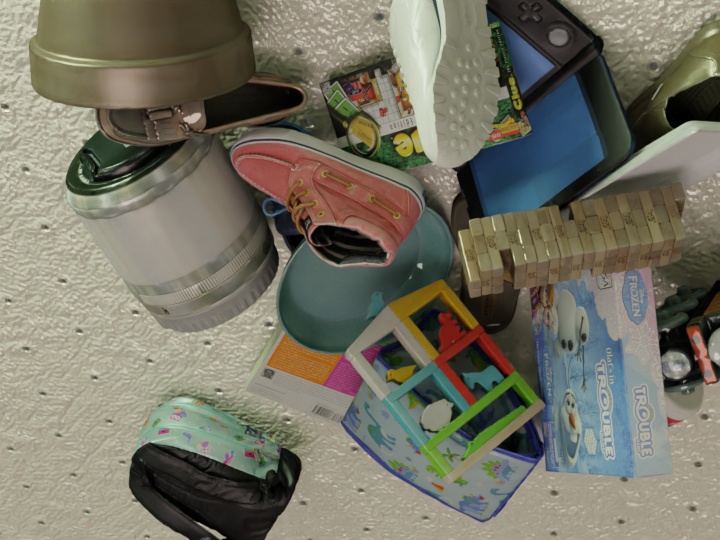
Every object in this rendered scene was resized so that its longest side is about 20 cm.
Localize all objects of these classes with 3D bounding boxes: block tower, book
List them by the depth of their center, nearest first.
[{"bbox_3d":[0.190,-0.026,1.138,0.200,0.058,0.054,-11,154,0],"label":"block tower"},{"bbox_3d":[-0.038,0.099,1.483,0.134,0.048,0.200,23,135,-10],"label":"book"}]

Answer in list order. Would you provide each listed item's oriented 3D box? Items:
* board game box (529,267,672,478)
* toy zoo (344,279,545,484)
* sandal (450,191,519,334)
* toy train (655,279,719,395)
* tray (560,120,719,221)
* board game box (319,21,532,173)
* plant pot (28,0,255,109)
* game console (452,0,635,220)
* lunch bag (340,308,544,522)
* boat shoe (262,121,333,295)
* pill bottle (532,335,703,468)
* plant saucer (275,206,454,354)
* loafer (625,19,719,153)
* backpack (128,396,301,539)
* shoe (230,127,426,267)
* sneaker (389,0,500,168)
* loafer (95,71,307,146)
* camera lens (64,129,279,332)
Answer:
[{"bbox_3d":[0.226,0.096,1.247,0.043,0.200,0.199,-3,174,-17],"label":"board game box"},{"bbox_3d":[0.077,0.100,1.311,0.200,0.131,0.020,52,161,9],"label":"toy zoo"},{"bbox_3d":[0.130,0.001,1.329,0.082,0.055,0.200,4,133,4],"label":"sandal"},{"bbox_3d":[0.344,0.055,1.233,0.114,0.200,0.085,-19,94,27],"label":"toy train"},{"bbox_3d":[0.257,-0.087,1.131,0.107,0.022,0.200,-3,162,-34],"label":"tray"},{"bbox_3d":[0.056,-0.150,1.185,0.200,0.023,0.105,-13,101,39],"label":"board game box"},{"bbox_3d":[-0.195,-0.252,1.124,0.200,0.200,0.174,5,116,12],"label":"plant pot"},{"bbox_3d":[0.124,-0.138,1.163,0.171,0.118,0.200,36,131,-17],"label":"game console"},{"bbox_3d":[0.099,0.168,1.402,0.200,0.127,0.170,45,148,15],"label":"lunch bag"},{"bbox_3d":[-0.051,-0.059,1.322,0.084,0.069,0.200,-10,128,24],"label":"boat shoe"},{"bbox_3d":[0.257,0.141,1.387,0.111,0.111,0.200,41,130,-21],"label":"pill bottle"},{"bbox_3d":[0.000,0.000,1.331,0.200,0.036,0.200,-16,133,-18],"label":"plant saucer"},{"bbox_3d":[0.284,-0.134,1.153,0.076,0.067,0.200,22,134,-4],"label":"loafer"},{"bbox_3d":[-0.189,0.252,1.614,0.200,0.127,0.167,25,122,-6],"label":"backpack"},{"bbox_3d":[-0.044,-0.068,1.211,0.200,0.091,0.072,18,139,13],"label":"shoe"},{"bbox_3d":[0.065,-0.182,1.106,0.076,0.200,0.080,10,165,-42],"label":"sneaker"},{"bbox_3d":[-0.143,-0.157,1.192,0.063,0.200,0.072,6,104,57],"label":"loafer"},{"bbox_3d":[-0.189,-0.057,1.302,0.160,0.160,0.200,-11,128,25],"label":"camera lens"}]
